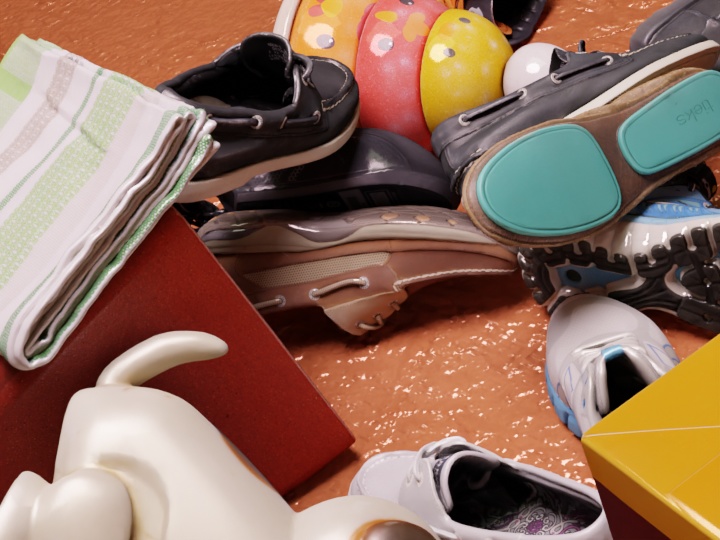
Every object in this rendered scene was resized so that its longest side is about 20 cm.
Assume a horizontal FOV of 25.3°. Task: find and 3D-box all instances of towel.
[{"bbox_3d":[-0.169,-0.045,0.810,0.150,0.031,0.200,-52,41,-8],"label":"towel"}]

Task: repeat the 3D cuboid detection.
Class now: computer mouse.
[{"bbox_3d":[-0.035,-0.058,1.018,0.198,0.139,0.053,-3,65,10],"label":"computer mouse"}]

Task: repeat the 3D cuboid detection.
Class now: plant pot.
[{"bbox_3d":[-0.158,0.059,0.877,0.176,0.200,0.199,-45,40,-11],"label":"plant pot"}]

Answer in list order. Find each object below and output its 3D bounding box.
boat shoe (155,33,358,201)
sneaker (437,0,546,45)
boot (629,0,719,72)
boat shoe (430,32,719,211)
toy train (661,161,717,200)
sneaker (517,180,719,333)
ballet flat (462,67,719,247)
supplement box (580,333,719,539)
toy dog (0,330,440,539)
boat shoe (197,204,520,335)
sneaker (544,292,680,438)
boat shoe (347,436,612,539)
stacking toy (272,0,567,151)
[{"bbox_3d":[-0.059,-0.101,0.914,0.074,0.067,0.199,30,34,27],"label":"boat shoe"},{"bbox_3d":[0.052,-0.195,1.189,0.199,0.078,0.112,-31,35,-14],"label":"sneaker"},{"bbox_3d":[0.291,-0.143,1.007,0.165,0.066,0.200,-40,36,-12],"label":"boot"},{"bbox_3d":[0.126,-0.102,0.956,0.199,0.075,0.066,-33,66,-17],"label":"boat shoe"},{"bbox_3d":[0.152,-0.082,1.026,0.046,0.034,0.200,-31,37,-21],"label":"toy train"},{"bbox_3d":[0.189,-0.020,0.889,0.199,0.079,0.090,6,40,32],"label":"sneaker"},{"bbox_3d":[0.124,-0.057,0.883,0.199,0.068,0.072,-29,1,-30],"label":"ballet flat"},{"bbox_3d":[0.216,0.108,0.594,0.197,0.201,0.133,-33,36,-16],"label":"supplement box"},{"bbox_3d":[-0.055,0.141,0.744,0.199,0.140,0.195,17,60,8],"label":"toy dog"},{"bbox_3d":[0.000,0.000,0.966,0.198,0.072,0.076,0,8,16],"label":"boat shoe"},{"bbox_3d":[0.135,0.059,0.803,0.074,0.087,0.200,-21,34,2],"label":"sneaker"},{"bbox_3d":[0.056,0.115,0.772,0.072,0.069,0.200,-36,29,-20],"label":"boat shoe"},{"bbox_3d":[0.053,-0.129,1.047,0.199,0.147,0.146,4,42,27],"label":"stacking toy"}]
